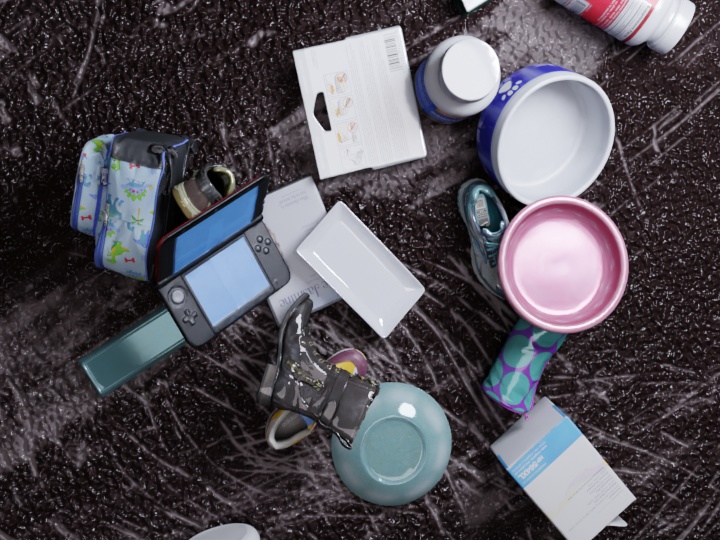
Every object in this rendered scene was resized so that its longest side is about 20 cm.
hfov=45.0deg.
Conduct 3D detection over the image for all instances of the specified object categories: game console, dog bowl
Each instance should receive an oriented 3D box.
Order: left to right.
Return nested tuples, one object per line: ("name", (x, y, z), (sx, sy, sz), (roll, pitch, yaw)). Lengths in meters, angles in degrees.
("game console", (-0.187, -0.011, 1.245), (0.199, 0.118, 0.174), (-36, 105, -29))
("dog bowl", (0.276, -0.203, 1.306), (0.196, 0.079, 0.204), (-9, 118, -17))

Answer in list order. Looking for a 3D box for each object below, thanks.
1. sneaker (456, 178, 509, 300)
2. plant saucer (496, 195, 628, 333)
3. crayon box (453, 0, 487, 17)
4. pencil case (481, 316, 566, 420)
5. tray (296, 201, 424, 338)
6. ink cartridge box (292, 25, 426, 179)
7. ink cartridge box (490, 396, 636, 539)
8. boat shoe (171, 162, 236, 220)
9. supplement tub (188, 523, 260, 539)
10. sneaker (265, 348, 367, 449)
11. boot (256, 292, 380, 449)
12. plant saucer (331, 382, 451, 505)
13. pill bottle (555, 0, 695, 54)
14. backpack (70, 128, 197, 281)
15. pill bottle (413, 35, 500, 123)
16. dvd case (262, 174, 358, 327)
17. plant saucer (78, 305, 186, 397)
("sneaker", (0.204, -0.043, 1.349), (0.077, 0.086, 0.203), (-24, 96, -1))
("plant saucer", (0.298, -0.008, 1.300), (0.196, 0.051, 0.205), (0, 85, -4))
("crayon box", (0.212, -0.497, 1.327), (0.198, 0.052, 0.127), (-31, 97, 0))
("pencil case", (0.273, 0.125, 1.370), (0.091, 0.085, 0.202), (30, 93, 7))
("tray", (0.000, 0.000, 1.356), (0.200, 0.022, 0.108), (45, 77, -12))
("ink cartridge box", (-0.001, -0.255, 1.337), (0.170, 0.044, 0.204), (-13, 96, -2))
("ink cartridge box", (0.323, 0.327, 1.369), (0.125, 0.129, 0.201), (-40, 96, 1))
("boat shoe", (-0.209, -0.119, 1.251), (0.065, 0.201, 0.073), (-26, 99, 12))
("supplement tub", (-0.201, 0.511, 1.341), (0.138, 0.140, 0.204), (-15, 96, -3))
("sneaker", (-0.065, 0.205, 1.349), (0.200, 0.090, 0.075), (-44, 97, 1))
("boot", (-0.051, 0.150, 1.308), (0.171, 0.069, 0.203), (18, 71, 2))
("plant saucer", (0.052, 0.283, 1.391), (0.197, 0.039, 0.205), (0, 94, -4))
("pill bottle", (0.399, -0.415, 1.318), (0.198, 0.112, 0.114), (28, 93, -7))
("backpack", (-0.333, -0.098, 1.260), (0.144, 0.183, 0.204), (11, 105, -2))
("pill bottle", (0.141, -0.278, 1.266), (0.110, 0.200, 0.115), (0, 95, -4))
("dvd case", (-0.104, -0.029, 1.362), (0.141, 0.018, 0.203), (-23, 97, -3))
("plant saucer", (-0.342, 0.118, 1.358), (0.198, 0.019, 0.071), (-32, 96, 0))
